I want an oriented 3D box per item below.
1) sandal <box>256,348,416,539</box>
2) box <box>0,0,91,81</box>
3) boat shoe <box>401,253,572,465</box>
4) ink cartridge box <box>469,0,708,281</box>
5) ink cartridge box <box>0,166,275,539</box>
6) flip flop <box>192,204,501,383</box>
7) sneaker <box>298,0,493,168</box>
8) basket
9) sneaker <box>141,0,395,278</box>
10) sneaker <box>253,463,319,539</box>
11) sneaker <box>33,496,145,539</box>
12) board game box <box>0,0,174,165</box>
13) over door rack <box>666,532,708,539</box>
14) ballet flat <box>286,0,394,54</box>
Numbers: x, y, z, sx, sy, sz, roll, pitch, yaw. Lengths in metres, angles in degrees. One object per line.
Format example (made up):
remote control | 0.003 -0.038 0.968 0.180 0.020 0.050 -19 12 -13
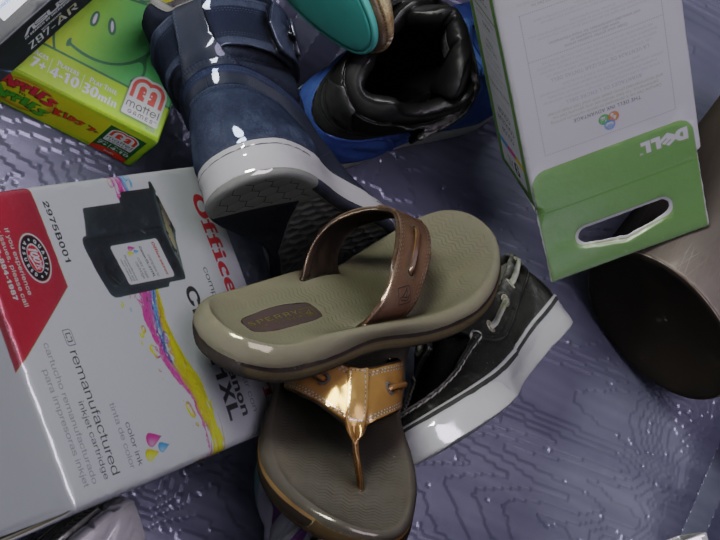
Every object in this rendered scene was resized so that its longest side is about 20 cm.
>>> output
sandal | -0.003 0.056 0.852 0.081 0.055 0.201 14 39 -2
box | -0.189 -0.201 0.867 0.200 0.044 0.160 -42 84 -7
boat shoe | 0.056 0.047 0.957 0.064 0.070 0.200 55 30 -3
ink cartridge box | 0.128 -0.102 0.954 0.103 0.059 0.201 -20 126 -5
ink cartridge box | -0.132 0.035 0.820 0.200 0.082 0.147 -16 85 -63
flip flop | 0.000 0.000 0.849 0.199 0.081 0.058 -17 124 -42
sneaker | 0.052 -0.121 0.998 0.199 0.111 0.077 -24 88 -31
basket | 0.246 -0.025 1.070 0.200 0.136 0.181 -39 109 -27
sneaker | -0.048 -0.079 0.916 0.076 0.202 0.147 -24 69 7
sneaker | -0.004 0.142 0.880 0.077 0.140 0.202 17 70 -23
sneaker | -0.163 0.199 0.818 0.199 0.078 0.100 -37 99 -31
board game box | -0.133 -0.172 0.948 0.101 0.048 0.202 25 66 -20
over door rack | 0.118 0.219 0.829 0.198 0.066 0.149 -11 83 -29
ballet flat | -0.043 -0.203 0.925 0.200 0.071 0.065 45 52 1
